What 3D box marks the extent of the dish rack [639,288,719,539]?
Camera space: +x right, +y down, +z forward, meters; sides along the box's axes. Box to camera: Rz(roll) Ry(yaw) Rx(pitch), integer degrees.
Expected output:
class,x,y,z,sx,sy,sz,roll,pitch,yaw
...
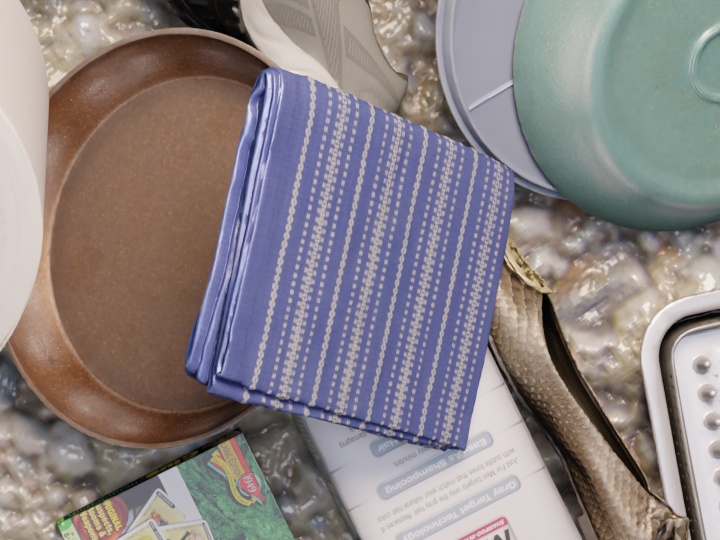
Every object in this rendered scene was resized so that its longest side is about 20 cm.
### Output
class,x,y,z,sx,sy,sz,roll,pitch,yaw
dish rack,0.232,0.101,1.315,0.171,0.044,0.201,-11,90,-6

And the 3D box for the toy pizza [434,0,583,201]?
class,x,y,z,sx,sy,sz,roll,pitch,yaw
toy pizza,0.126,-0.131,1.279,0.199,0.032,0.201,-9,115,-19

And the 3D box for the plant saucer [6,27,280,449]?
class,x,y,z,sx,sy,sz,roll,pitch,yaw
plant saucer,-0.088,-0.014,1.239,0.199,0.034,0.201,-5,80,29

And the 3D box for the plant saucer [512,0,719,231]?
class,x,y,z,sx,sy,sz,roll,pitch,yaw
plant saucer,0.172,-0.107,1.270,0.199,0.036,0.201,-9,115,-19

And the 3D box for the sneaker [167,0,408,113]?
class,x,y,z,sx,sy,sz,roll,pitch,yaw
sneaker,-0.043,-0.137,1.252,0.079,0.074,0.200,-45,125,-21

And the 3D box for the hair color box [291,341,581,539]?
class,x,y,z,sx,sy,sz,roll,pitch,yaw
hair color box,0.019,0.065,1.280,0.099,0.061,0.201,-26,91,-7

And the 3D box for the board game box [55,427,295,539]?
class,x,y,z,sx,sy,sz,roll,pitch,yaw
board game box,-0.061,0.191,1.288,0.104,0.023,0.201,-27,92,-9

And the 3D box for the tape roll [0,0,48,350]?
class,x,y,z,sx,sy,sz,roll,pitch,yaw
tape roll,-0.241,-0.051,1.171,0.202,0.139,0.204,-2,118,-4

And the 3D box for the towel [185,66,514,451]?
class,x,y,z,sx,sy,sz,roll,pitch,yaw
towel,0.000,0.000,1.177,0.024,0.200,0.146,8,83,37

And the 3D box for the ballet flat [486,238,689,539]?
class,x,y,z,sx,sy,sz,roll,pitch,yaw
ballet flat,0.109,0.066,1.277,0.046,0.067,0.201,-28,83,21
